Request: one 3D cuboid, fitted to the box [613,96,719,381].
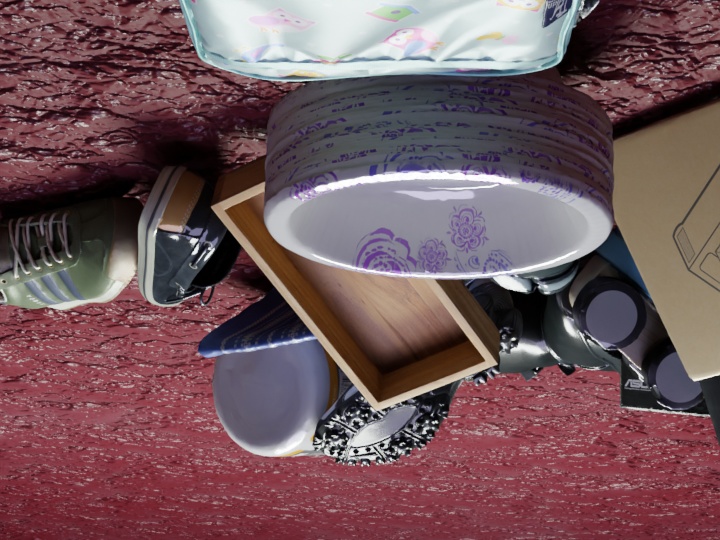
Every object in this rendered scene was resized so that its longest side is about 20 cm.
[{"bbox_3d":[0.242,-0.027,1.120,0.021,0.165,0.199,-28,-174,-40],"label":"box"}]

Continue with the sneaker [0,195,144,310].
[{"bbox_3d":[-0.229,-0.009,1.346,0.089,0.068,0.200,5,166,-28],"label":"sneaker"}]

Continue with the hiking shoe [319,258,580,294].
[{"bbox_3d":[0.058,-0.033,1.268,0.198,0.075,0.087,-1,149,-9],"label":"hiking shoe"}]

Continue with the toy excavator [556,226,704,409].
[{"bbox_3d":[0.265,0.007,1.301,0.194,0.200,0.100,40,-174,-7],"label":"toy excavator"}]

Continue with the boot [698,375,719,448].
[{"bbox_3d":[0.264,0.027,1.183,0.065,0.202,0.165,-16,178,-28],"label":"boot"}]

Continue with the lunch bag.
[{"bbox_3d":[0.013,-0.143,0.885,0.198,0.078,0.161,2,162,1],"label":"lunch bag"}]

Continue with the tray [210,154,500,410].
[{"bbox_3d":[0.000,0.000,1.226,0.098,0.037,0.200,-23,124,24],"label":"tray"}]

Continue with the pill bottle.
[{"bbox_3d":[-0.021,0.094,1.546,0.116,0.118,0.199,-10,171,34],"label":"pill bottle"}]

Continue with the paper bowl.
[{"bbox_3d":[0.045,-0.070,1.069,0.199,0.105,0.201,1,162,0],"label":"paper bowl"}]

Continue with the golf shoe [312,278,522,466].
[{"bbox_3d":[0.041,0.071,1.432,0.200,0.095,0.078,-39,123,21],"label":"golf shoe"}]

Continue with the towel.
[{"bbox_3d":[-0.010,0.020,1.380,0.199,0.024,0.145,-12,-167,33],"label":"towel"}]

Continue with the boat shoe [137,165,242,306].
[{"bbox_3d":[-0.115,-0.015,1.293,0.062,0.075,0.200,22,163,2],"label":"boat shoe"}]

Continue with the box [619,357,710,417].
[{"bbox_3d":[0.328,0.080,1.447,0.199,0.048,0.193,4,-169,33],"label":"box"}]

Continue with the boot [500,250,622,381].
[{"bbox_3d":[0.132,0.038,1.471,0.161,0.074,0.198,1,162,23],"label":"boot"}]
